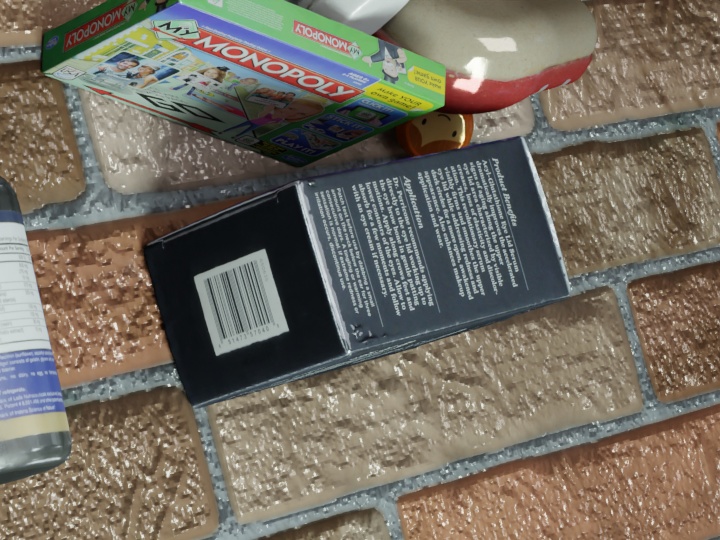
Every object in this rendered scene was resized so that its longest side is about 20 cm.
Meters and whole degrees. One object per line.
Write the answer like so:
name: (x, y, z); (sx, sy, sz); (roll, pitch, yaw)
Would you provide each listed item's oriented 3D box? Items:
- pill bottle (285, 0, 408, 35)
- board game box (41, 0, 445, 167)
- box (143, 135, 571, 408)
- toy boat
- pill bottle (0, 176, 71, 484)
pill bottle: (-0.053, -0.228, 1.533); (0.109, 0.109, 0.200); (-31, 79, -44)
board game box: (-0.067, -0.118, 1.502); (0.199, 0.134, 0.029); (18, 65, -37)
box: (0.000, 0.000, 1.519); (0.199, 0.148, 0.105); (-14, 85, -46)
toy boat: (0.062, -0.129, 1.645); (0.130, 0.131, 0.200); (28, 17, 15)
pill bottle: (-0.222, 0.014, 1.331); (0.111, 0.112, 0.201); (-8, 81, -44)
